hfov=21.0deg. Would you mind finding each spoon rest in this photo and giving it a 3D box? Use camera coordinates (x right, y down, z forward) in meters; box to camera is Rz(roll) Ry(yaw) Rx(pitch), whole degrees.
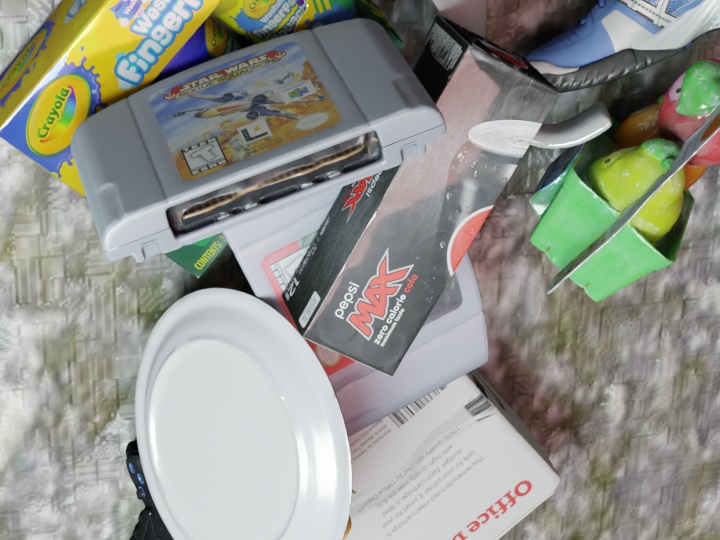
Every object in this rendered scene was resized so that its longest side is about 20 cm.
[{"bbox_3d":[0.071,-0.150,1.196,0.061,0.099,0.200,-39,104,13],"label":"spoon rest"}]

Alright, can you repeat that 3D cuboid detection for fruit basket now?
[{"bbox_3d":[0.194,-0.085,1.227,0.094,0.185,0.200,37,117,0],"label":"fruit basket"}]

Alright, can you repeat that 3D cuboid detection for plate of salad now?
[{"bbox_3d":[-0.071,0.109,1.228,0.048,0.200,0.201,-14,125,-44],"label":"plate of salad"}]

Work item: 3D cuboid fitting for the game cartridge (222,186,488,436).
[{"bbox_3d":[0.000,0.000,1.217,0.133,0.041,0.201,-30,117,-5],"label":"game cartridge"}]

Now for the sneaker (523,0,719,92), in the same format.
[{"bbox_3d":[0.189,-0.175,1.262,0.199,0.076,0.077,-27,95,1],"label":"sneaker"}]

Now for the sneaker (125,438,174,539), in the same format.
[{"bbox_3d":[-0.143,0.175,1.344,0.200,0.073,0.112,-35,94,23],"label":"sneaker"}]

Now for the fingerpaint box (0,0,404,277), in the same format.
[{"bbox_3d":[-0.102,-0.124,1.190,0.167,0.073,0.200,37,101,-29],"label":"fingerpaint box"}]

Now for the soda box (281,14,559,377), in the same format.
[{"bbox_3d":[0.033,-0.043,1.152,0.070,0.063,0.201,24,105,-23],"label":"soda box"}]

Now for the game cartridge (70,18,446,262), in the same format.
[{"bbox_3d":[-0.063,-0.079,1.103,0.199,0.133,0.042,-21,130,-6],"label":"game cartridge"}]

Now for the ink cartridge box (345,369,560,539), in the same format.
[{"bbox_3d":[0.020,0.113,1.341,0.146,0.084,0.200,-39,119,5],"label":"ink cartridge box"}]
